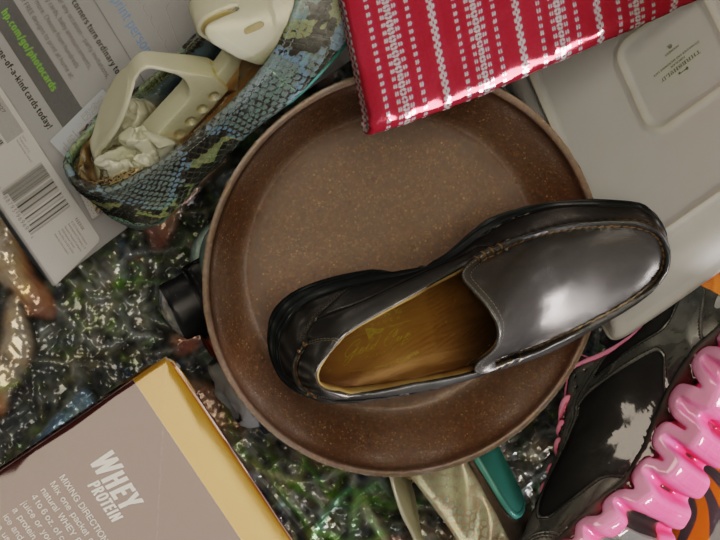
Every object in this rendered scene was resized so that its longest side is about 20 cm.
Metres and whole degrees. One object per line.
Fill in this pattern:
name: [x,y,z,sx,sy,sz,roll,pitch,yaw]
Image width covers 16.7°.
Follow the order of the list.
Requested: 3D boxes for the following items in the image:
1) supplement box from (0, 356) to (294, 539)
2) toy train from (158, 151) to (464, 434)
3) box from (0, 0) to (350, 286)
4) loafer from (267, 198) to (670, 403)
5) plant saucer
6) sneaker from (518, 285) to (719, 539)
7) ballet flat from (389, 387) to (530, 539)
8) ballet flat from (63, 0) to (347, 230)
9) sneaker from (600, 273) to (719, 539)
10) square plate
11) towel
supplement box: [-0.123,0.179,1.192,0.200,0.133,0.198,-35,91,-9]
toy train: [0.000,0.000,1.249,0.199,0.085,0.114,-28,93,-9]
box: [-0.115,-0.110,1.217,0.200,0.041,0.156,-37,131,-8]
loafer: [0.058,0.021,1.151,0.199,0.072,0.073,-21,107,-6]
plant saucer: [0.019,-0.001,1.197,0.199,0.037,0.202,-3,102,-12]
sneaker: [0.126,0.087,1.220,0.200,0.079,0.095,-50,53,-1]
ballet flat: [0.066,0.143,1.268,0.062,0.067,0.201,-30,87,19]
ballet flat: [-0.068,-0.096,1.156,0.074,0.074,0.200,42,112,-3]
sneaker: [0.167,0.079,1.279,0.112,0.078,0.201,26,72,-2]
square plate: [0.160,-0.099,1.212,0.200,0.028,0.199,-36,58,26]
towel: [0.073,-0.161,1.134,0.199,0.022,0.145,-24,119,-20]
